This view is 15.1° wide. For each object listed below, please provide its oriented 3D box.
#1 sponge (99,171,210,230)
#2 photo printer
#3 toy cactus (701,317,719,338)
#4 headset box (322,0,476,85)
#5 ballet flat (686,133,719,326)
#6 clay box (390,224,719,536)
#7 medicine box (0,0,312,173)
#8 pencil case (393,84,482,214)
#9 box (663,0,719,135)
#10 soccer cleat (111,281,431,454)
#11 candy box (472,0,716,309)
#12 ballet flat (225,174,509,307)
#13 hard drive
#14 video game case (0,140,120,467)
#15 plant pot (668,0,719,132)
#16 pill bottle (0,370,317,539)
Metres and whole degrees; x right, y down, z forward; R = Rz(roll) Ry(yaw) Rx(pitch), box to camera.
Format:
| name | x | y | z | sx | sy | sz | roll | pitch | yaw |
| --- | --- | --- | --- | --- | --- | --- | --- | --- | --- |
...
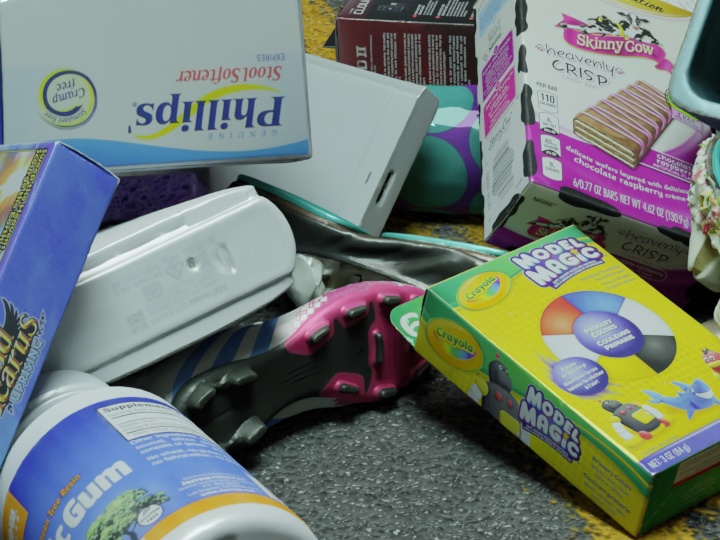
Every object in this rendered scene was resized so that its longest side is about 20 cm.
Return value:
| name | x | y | z | sx | sy | sz | roll | pitch | yaw |
| --- | --- | --- | --- | --- | --- | --- | --- | --- | --- |
| sponge | -0.183 | -0.030 | 1.620 | 0.198 | 0.030 | 0.112 | -3 | -10 | 9 |
| photo printer | -0.143 | 0.019 | 1.466 | 0.166 | 0.070 | 0.200 | -26 | 6 | -25 |
| toy cactus | 0.246 | 0.027 | 1.488 | 0.164 | 0.103 | 0.200 | -17 | 36 | -7 |
| headset box | 0.075 | -0.166 | 1.903 | 0.198 | 0.076 | 0.149 | 4 | 26 | 12 |
| ballet flat | 0.206 | -0.004 | 1.444 | 0.075 | 0.064 | 0.200 | 30 | 22 | -23 |
| clay box | 0.119 | 0.047 | 1.433 | 0.114 | 0.048 | 0.200 | -23 | 49 | -36 |
| medicine box | -0.146 | -0.107 | 1.564 | 0.181 | 0.104 | 0.200 | -5 | 2 | -21 |
| pencil case | 0.062 | -0.081 | 1.718 | 0.198 | 0.086 | 0.093 | 3 | 42 | 9 |
| box | 0.284 | -0.123 | 1.772 | 0.198 | 0.098 | 0.125 | -6 | 26 | -9 |
| soccer cleat | -0.047 | 0.046 | 1.479 | 0.199 | 0.070 | 0.086 | -20 | 25 | -36 |
| candy box | 0.140 | -0.087 | 1.601 | 0.136 | 0.061 | 0.201 | 18 | 44 | -20 |
| ballet flat | 0.000 | 0.000 | 1.564 | 0.199 | 0.069 | 0.068 | 17 | -6 | 25 |
| hard drive | -0.059 | -0.074 | 1.684 | 0.199 | 0.133 | 0.026 | 19 | -10 | 36 |
| video game case | -0.217 | 0.035 | 1.348 | 0.045 | 0.201 | 0.181 | 31 | -18 | -32 |
| plant pot | 0.319 | -0.142 | 1.590 | 0.195 | 0.197 | 0.200 | 17 | -5 | 22 |
| pill bottle | -0.106 | 0.123 | 1.275 | 0.111 | 0.113 | 0.200 | -16 | 29 | -27 |
